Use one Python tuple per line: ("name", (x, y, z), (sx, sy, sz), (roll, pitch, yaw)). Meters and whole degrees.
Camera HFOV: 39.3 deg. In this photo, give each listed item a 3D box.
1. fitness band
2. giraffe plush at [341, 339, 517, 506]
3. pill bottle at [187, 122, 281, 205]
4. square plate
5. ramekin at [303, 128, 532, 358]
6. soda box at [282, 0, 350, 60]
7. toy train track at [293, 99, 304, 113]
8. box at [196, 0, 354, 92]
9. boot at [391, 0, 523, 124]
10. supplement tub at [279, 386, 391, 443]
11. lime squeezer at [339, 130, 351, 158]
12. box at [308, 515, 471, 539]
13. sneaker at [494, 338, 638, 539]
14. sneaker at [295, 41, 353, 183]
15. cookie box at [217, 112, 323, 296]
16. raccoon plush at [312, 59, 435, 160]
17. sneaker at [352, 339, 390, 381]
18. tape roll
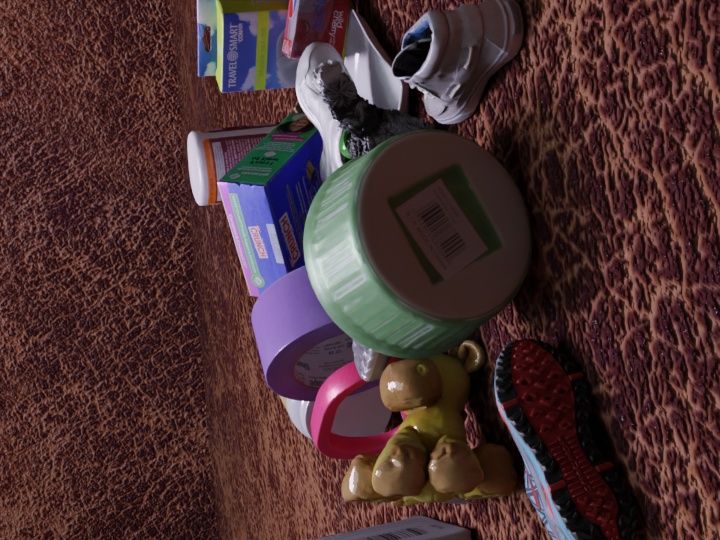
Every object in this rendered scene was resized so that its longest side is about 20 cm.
("fitness band", (0.013, 0.165, 1.217), (0.201, 0.143, 0.038), (103, 155, -50))
("giraffe plush", (0.076, 0.156, 1.052), (0.200, 0.171, 0.163), (36, -132, -64))
("pill bottle", (-0.158, -0.166, 1.546), (0.114, 0.199, 0.115), (173, 90, -74))
("square plate", (0.018, -0.192, 1.245), (0.200, 0.028, 0.199), (-116, 25, -47))
("ramekin", (0.057, -0.028, 0.907), (0.098, 0.199, 0.201), (146, 115, -64))
("soda box", (-0.047, -0.361, 1.253), (0.063, 0.070, 0.201), (-130, 48, -65))
("toy train track", (-0.089, -0.168, 1.410), (0.115, 0.032, 0.201), (49, -122, -50))
("box", (-0.113, -0.302, 1.333), (0.048, 0.199, 0.122), (-114, 23, -44))
("boot", (0.071, -0.193, 0.945), (0.200, 0.095, 0.074), (129, 131, -68))
("supplement tub", (-0.045, 0.150, 1.403), (0.200, 0.144, 0.146), (-130, 36, -62))
("lime squeezer", (-0.019, -0.129, 1.160), (0.070, 0.038, 0.201), (28, 118, 50))
("box", (0.023, 0.399, 1.192), (0.200, 0.198, 0.173), (146, 115, -73))
("sneaker", (0.156, 0.156, 0.851), (0.096, 0.079, 0.201), (105, 152, -57))
("sneaker", (-0.017, -0.186, 1.210), (0.099, 0.077, 0.201), (-22, 85, 66))
("cookie box", (-0.088, -0.087, 1.311), (0.200, 0.075, 0.172), (-54, -40, -49))
("raccoon plush", (0.017, -0.137, 1.110), (0.201, 0.096, 0.134), (60, 163, -2))
("sneaker", (0.050, 0.036, 1.068), (0.075, 0.081, 0.201), (-117, 44, -57))
("tape roll", (-0.026, 0.072, 1.208), (0.200, 0.199, 0.085), (106, 150, -54))
